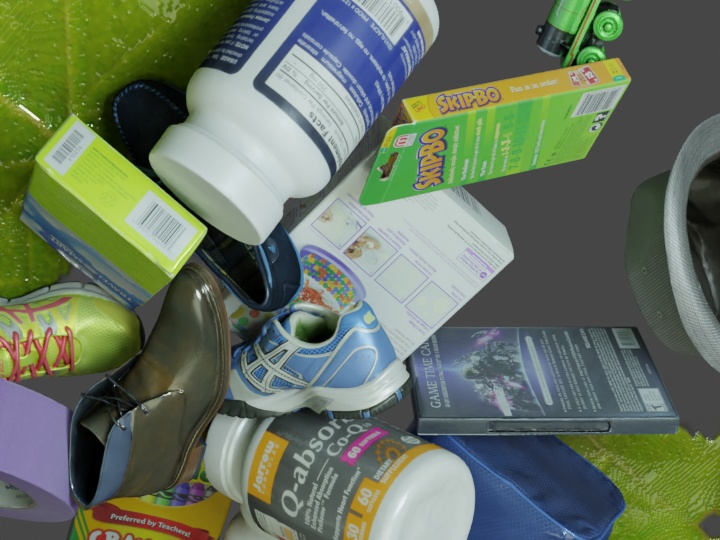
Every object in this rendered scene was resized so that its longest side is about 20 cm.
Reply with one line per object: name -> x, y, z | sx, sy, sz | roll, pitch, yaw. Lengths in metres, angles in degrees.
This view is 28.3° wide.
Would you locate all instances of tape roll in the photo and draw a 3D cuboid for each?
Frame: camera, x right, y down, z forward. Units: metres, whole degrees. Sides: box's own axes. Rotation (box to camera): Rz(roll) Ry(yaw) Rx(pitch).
tape roll -> -0.307, 0.132, 1.102 | 0.197, 0.066, 0.201 | 12, 156, 5

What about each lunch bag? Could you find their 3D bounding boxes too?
lunch bag -> 0.097, 0.193, 1.160 | 0.199, 0.135, 0.133 | 39, 113, 18

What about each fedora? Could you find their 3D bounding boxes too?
fedora -> 0.263, -0.014, 1.092 | 0.090, 0.176, 0.202 | -10, 107, 50

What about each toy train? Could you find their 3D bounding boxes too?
toy train -> 0.183, -0.231, 1.019 | 0.056, 0.042, 0.202 | 22, 115, -4

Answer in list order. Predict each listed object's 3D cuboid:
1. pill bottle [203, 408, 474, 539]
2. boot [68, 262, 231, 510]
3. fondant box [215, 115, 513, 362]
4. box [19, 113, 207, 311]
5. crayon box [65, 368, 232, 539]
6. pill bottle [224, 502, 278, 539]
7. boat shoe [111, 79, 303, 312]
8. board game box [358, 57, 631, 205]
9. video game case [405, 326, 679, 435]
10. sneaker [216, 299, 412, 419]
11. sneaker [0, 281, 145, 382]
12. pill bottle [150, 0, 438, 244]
pill bottle -> -0.020, 0.162, 1.086 | 0.198, 0.116, 0.118 | 20, 127, 37
boot -> -0.156, 0.093, 1.047 | 0.096, 0.074, 0.202 | -20, 133, -44
fondant box -> 0.000, 0.000, 1.119 | 0.144, 0.058, 0.200 | 40, 108, -20
box -> -0.183, -0.034, 1.027 | 0.122, 0.200, 0.048 | 40, 73, -7
crayon box -> -0.174, 0.189, 1.213 | 0.125, 0.051, 0.202 | 14, 116, -10
pill bottle -> -0.066, 0.268, 1.225 | 0.114, 0.116, 0.202 | 6, 117, -7
boat shoe -> -0.111, -0.059, 1.044 | 0.200, 0.069, 0.084 | 47, 109, 1
board game box -> 0.093, -0.099, 1.025 | 0.198, 0.030, 0.096 | -16, 153, -25
video game case -> 0.136, 0.084, 1.123 | 0.197, 0.143, 0.019 | -1, 117, -3
sneaker -> -0.052, 0.062, 1.061 | 0.198, 0.076, 0.078 | -6, 111, 35
sneaker -> -0.268, 0.061, 1.117 | 0.197, 0.091, 0.079 | 0, 117, -5
pill bottle -> -0.046, -0.124, 0.962 | 0.116, 0.115, 0.201 | 44, 74, -23
